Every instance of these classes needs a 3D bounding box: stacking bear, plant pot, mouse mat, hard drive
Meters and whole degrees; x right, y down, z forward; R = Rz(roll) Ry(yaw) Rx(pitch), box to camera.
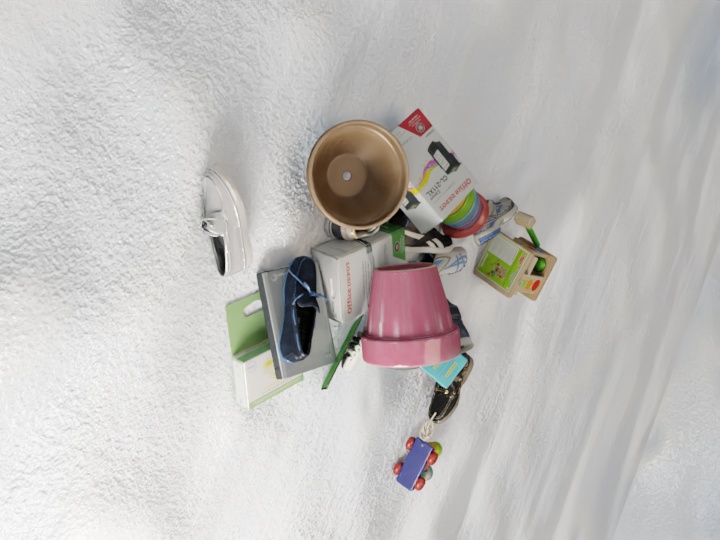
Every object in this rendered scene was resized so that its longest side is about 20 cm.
[{"bbox_3d":[0.192,-0.165,1.760,0.199,0.113,0.123,33,79,-43],"label":"stacking bear"},{"bbox_3d":[0.094,0.081,1.563,0.199,0.199,0.182,-11,98,-45],"label":"plant pot"},{"bbox_3d":[-0.038,0.168,1.595,0.162,0.007,0.200,-63,-178,-10],"label":"mouse mat"},{"bbox_3d":[-0.121,0.092,1.510,0.139,0.033,0.203,-13,92,-44],"label":"hard drive"},{"bbox_3d":[-0.014,-0.182,1.507,0.198,0.093,0.204,-2,97,-18],"label":"plant pot"}]

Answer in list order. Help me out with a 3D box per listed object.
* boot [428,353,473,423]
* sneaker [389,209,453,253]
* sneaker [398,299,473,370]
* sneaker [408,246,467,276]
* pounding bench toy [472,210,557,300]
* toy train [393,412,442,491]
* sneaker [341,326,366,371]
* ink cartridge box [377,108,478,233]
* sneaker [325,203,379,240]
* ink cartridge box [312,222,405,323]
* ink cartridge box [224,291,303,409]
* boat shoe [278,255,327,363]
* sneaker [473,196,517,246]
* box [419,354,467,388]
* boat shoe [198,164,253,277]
[{"bbox_3d":[0.202,0.257,1.940,0.201,0.073,0.151,-57,138,-22],"label":"boot"},{"bbox_3d":[0.145,-0.098,1.751,0.199,0.073,0.113,-4,108,-45],"label":"sneaker"},{"bbox_3d":[0.146,0.142,1.841,0.200,0.148,0.077,-18,160,-1],"label":"sneaker"},{"bbox_3d":[0.181,-0.022,1.824,0.199,0.071,0.073,-27,115,-43],"label":"sneaker"},{"bbox_3d":[0.411,-0.043,1.989,0.155,0.124,0.202,7,114,-48],"label":"pounding bench toy"},{"bbox_3d":[0.169,0.439,1.951,0.115,0.084,0.202,13,104,-60],"label":"toy train"},{"bbox_3d":[0.039,0.144,1.688,0.081,0.075,0.200,43,86,-12],"label":"sneaker"},{"bbox_3d":[0.123,-0.201,1.607,0.200,0.083,0.146,49,58,-6],"label":"ink cartridge box"},{"bbox_3d":[0.021,-0.123,1.606,0.200,0.079,0.079,-44,131,-30],"label":"sneaker"},{"bbox_3d":[0.000,0.000,1.619,0.199,0.083,0.148,-24,121,-41],"label":"ink cartridge box"},{"bbox_3d":[-0.179,0.142,1.503,0.145,0.048,0.202,-24,122,-41],"label":"ink cartridge box"},{"bbox_3d":[-0.098,0.071,1.463,0.084,0.068,0.203,13,73,-41],"label":"boat shoe"},{"bbox_3d":[0.317,-0.143,1.921,0.086,0.077,0.200,54,40,-8],"label":"sneaker"},{"bbox_3d":[0.135,0.166,1.754,0.199,0.049,0.083,39,85,-4],"label":"box"},{"bbox_3d":[-0.240,-0.080,1.348,0.068,0.072,0.202,-35,136,-34],"label":"boat shoe"}]
